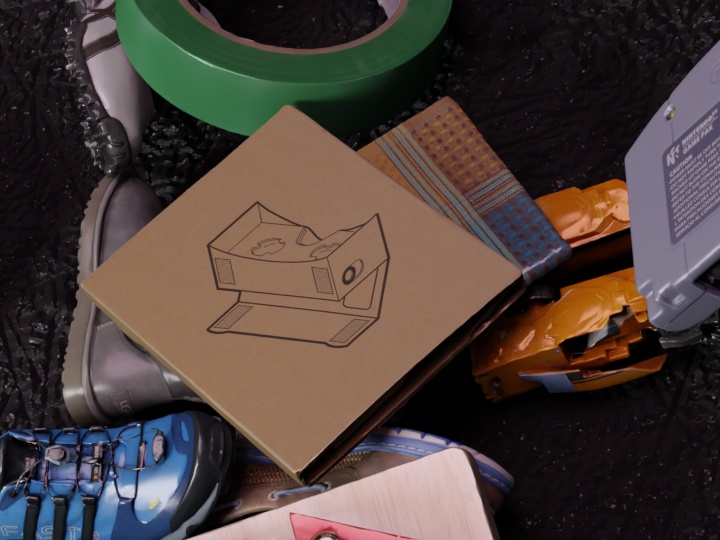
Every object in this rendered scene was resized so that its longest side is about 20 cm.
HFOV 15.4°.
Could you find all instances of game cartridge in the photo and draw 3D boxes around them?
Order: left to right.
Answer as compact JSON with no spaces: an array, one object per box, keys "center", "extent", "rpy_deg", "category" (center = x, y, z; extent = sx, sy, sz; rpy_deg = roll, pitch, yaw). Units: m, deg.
[{"center":[0.209,-0.073,1.353],"extent":[0.200,0.041,0.134],"rpy_deg":[-44,38,39],"category":"game cartridge"}]

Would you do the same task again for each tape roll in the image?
[{"center":[-0.046,-0.163,1.595],"extent":[0.199,0.048,0.201],"rpy_deg":[5,46,-5],"category":"tape roll"}]

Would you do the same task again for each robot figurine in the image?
[{"center":[0.152,-0.003,1.457],"extent":[0.199,0.058,0.146],"rpy_deg":[-17,54,13],"category":"robot figurine"}]

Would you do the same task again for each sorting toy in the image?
[{"center":[-0.014,0.210,1.338],"extent":[0.198,0.070,0.201],"rpy_deg":[-20,74,10],"category":"sorting toy"}]

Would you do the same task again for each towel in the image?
[{"center":[0.000,0.000,1.468],"extent":[0.199,0.022,0.147],"rpy_deg":[-32,51,-5],"category":"towel"}]

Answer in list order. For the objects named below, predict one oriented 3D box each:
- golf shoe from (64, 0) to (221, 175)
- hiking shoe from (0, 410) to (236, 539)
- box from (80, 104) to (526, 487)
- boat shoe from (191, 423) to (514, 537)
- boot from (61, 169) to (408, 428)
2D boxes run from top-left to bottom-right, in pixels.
[{"center":[-0.131,-0.134,1.629],"extent":[0.094,0.078,0.201],"rpy_deg":[-8,38,1],"category":"golf shoe"},{"center":[-0.155,0.118,1.454],"extent":[0.199,0.087,0.075],"rpy_deg":[-21,56,36],"category":"hiking shoe"},{"center":[-0.033,0.008,1.445],"extent":[0.163,0.021,0.200],"rpy_deg":[-42,51,-14],"category":"box"},{"center":[-0.010,0.129,1.438],"extent":[0.199,0.072,0.073],"rpy_deg":[-2,62,33],"category":"boat shoe"},{"center":[-0.063,0.012,1.530],"extent":[0.199,0.073,0.183],"rpy_deg":[-10,59,21],"category":"boot"}]
